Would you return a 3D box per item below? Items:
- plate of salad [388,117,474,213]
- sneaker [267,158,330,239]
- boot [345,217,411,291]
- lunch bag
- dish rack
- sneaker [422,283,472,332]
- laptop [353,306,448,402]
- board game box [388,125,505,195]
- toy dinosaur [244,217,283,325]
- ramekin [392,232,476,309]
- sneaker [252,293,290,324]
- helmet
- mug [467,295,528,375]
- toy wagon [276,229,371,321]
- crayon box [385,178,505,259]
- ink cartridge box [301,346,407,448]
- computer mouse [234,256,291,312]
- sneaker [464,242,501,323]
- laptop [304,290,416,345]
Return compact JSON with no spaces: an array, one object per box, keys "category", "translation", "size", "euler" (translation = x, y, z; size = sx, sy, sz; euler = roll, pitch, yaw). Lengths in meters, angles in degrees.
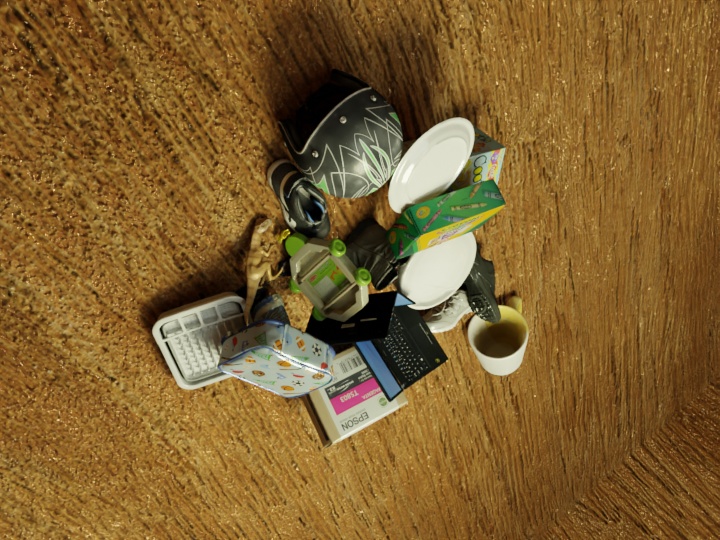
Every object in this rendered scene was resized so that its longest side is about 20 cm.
[{"category":"plate of salad","translation":[0.120,-0.186,1.346],"size":[0.199,0.048,0.201],"euler":[-34,151,-21]},{"category":"sneaker","translation":[-0.090,-0.097,1.351],"size":[0.073,0.112,0.200],"euler":[-40,139,-5]},{"category":"boot","translation":[0.000,0.000,1.491],"size":[0.200,0.131,0.068],"euler":[-49,140,3]},{"category":"lunch bag","translation":[-0.154,0.159,1.382],"size":[0.159,0.076,0.199],"euler":[-25,137,36]},{"category":"dish rack","translation":[-0.275,0.123,1.400],"size":[0.170,0.044,0.202],"euler":[-19,134,-8]},{"category":"sneaker","translation":[0.210,0.073,1.792],"size":[0.199,0.074,0.083],"euler":[-32,122,-25]},{"category":"laptop","translation":[0.078,0.155,1.616],"size":[0.199,0.178,0.103],"euler":[-30,173,-21]},{"category":"board game box","translation":[0.167,-0.197,1.496],"size":[0.198,0.105,0.104],"euler":[-17,133,-29]},{"category":"toy dinosaur","translation":[-0.188,0.008,1.363],"size":[0.106,0.060,0.203],"euler":[37,55,-65]},{"category":"ramekin","translation":[0.139,-0.026,1.618],"size":[0.201,0.094,0.204],"euler":[-23,134,-26]},{"category":"sneaker","translation":[-0.168,0.136,1.476],"size":[0.076,0.085,0.201],"euler":[-25,150,-23]},{"category":"helmet","translation":[-0.023,-0.213,1.252],"size":[0.198,0.191,0.202],"euler":[-23,135,-25]},{"category":"mug","translation":[0.367,0.180,1.949],"size":[0.185,0.150,0.154],"euler":[-32,146,-7]},{"category":"toy wagon","translation":[-0.072,0.000,1.404],"size":[0.155,0.200,0.040],"euler":[-39,-177,42]},{"category":"crayon box","translation":[0.157,-0.096,1.429],"size":[0.198,0.059,0.119],"euler":[-20,168,-25]},{"category":"ink cartridge box","translation":[-0.022,0.258,1.651],"size":[0.198,0.166,0.075],"euler":[-24,169,-25]},{"category":"computer mouse","translation":[-0.172,0.033,1.446],"size":[0.199,0.034,0.059],"euler":[-36,138,-13]},{"category":"sneaker","translation":[0.278,0.025,1.745],"size":[0.090,0.076,0.202],"euler":[-36,108,-29]},{"category":"laptop","translation":[0.000,0.104,1.496],"size":[0.175,0.201,0.104],"euler":[-9,127,21]}]
